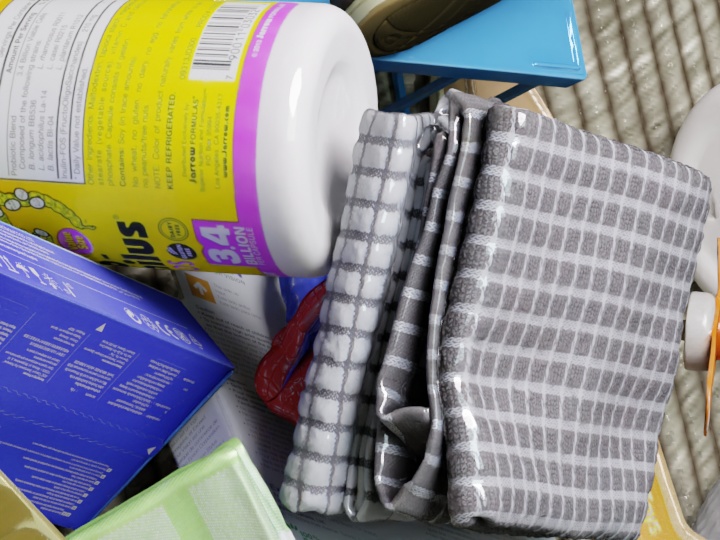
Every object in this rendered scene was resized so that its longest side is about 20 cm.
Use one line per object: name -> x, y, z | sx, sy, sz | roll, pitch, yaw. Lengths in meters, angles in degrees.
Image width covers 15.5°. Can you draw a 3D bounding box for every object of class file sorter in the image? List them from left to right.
file sorter -> -0.023, -0.136, 1.165 | 0.199, 0.123, 0.139 | 2, 72, -39

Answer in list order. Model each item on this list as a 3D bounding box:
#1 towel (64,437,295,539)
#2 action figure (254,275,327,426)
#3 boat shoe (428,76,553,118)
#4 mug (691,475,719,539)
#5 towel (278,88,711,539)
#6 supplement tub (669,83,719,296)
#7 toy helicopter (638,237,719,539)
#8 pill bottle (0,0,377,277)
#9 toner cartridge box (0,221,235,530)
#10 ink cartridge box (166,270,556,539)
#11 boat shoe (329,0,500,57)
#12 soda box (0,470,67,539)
towel -> -0.057, 0.182, 0.962 | 0.149, 0.031, 0.200 | -31, 102, -14
action figure -> 0.000, 0.000, 1.096 | 0.065, 0.099, 0.200 | 33, 28, -22
boat shoe -> 0.096, -0.022, 1.255 | 0.074, 0.066, 0.201 | -21, 87, -42
mug -> 0.208, 0.147, 1.209 | 0.200, 0.147, 0.176 | 70, 25, -46
towel -> 0.064, 0.023, 1.035 | 0.200, 0.085, 0.166 | 12, 91, -60
supplement tub -> 0.266, -0.047, 1.361 | 0.200, 0.132, 0.132 | -12, 81, -41
toy helicopter -> 0.120, 0.062, 1.163 | 0.132, 0.079, 0.201 | -20, 72, 0
pill bottle -> -0.100, -0.054, 1.021 | 0.104, 0.199, 0.105 | 4, 90, -72
toner cartridge box -> -0.133, 0.036, 0.973 | 0.043, 0.095, 0.200 | 49, 10, 27
ink cartridge box -> 0.001, 0.089, 1.116 | 0.196, 0.043, 0.200 | 23, 29, -40
boat shoe -> 0.048, -0.148, 1.105 | 0.201, 0.072, 0.066 | -30, 83, -42
soda box -> -0.099, 0.143, 0.905 | 0.068, 0.064, 0.200 | -44, 103, -11
